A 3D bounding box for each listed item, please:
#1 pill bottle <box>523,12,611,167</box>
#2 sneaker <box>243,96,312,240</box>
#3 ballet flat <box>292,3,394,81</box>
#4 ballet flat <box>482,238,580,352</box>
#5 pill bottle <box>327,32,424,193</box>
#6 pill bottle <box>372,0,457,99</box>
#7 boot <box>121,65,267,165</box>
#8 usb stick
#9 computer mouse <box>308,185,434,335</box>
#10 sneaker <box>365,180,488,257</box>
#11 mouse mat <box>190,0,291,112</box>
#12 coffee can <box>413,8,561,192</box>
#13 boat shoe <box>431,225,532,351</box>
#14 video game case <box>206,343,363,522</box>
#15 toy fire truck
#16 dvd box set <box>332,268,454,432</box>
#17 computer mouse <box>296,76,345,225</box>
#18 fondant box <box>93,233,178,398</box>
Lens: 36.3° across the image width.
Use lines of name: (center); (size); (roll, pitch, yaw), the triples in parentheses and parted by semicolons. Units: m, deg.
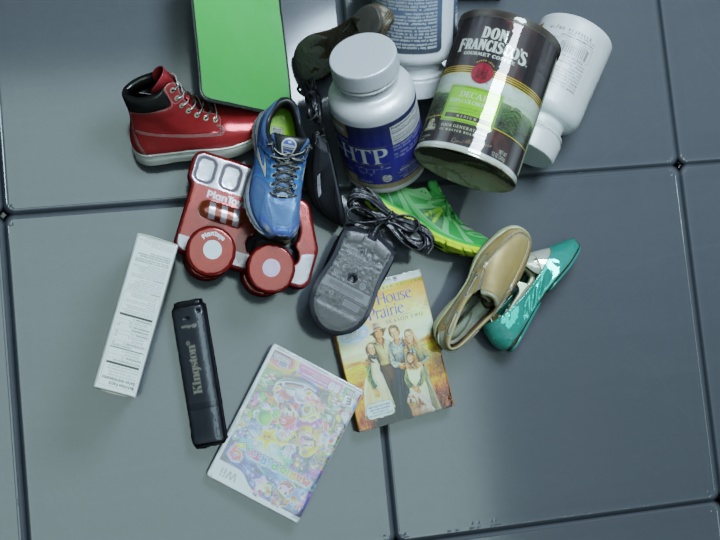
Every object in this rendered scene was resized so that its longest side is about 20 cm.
pill bottle: (0.275, -0.257, 1.586); (0.114, 0.114, 0.201); (26, 80, -7)
sneaker: (-0.108, -0.137, 1.442); (0.078, 0.089, 0.202); (3, 70, -18)
ballet flat: (-0.023, -0.313, 1.513); (0.046, 0.199, 0.068); (-17, 86, -43)
ballet flat: (0.239, 0.020, 1.575); (0.070, 0.067, 0.201); (37, 80, -10)
pill bottle: (0.020, -0.213, 1.481); (0.118, 0.201, 0.120); (-7, 49, 8)
pill bottle: (0.075, -0.347, 1.524); (0.118, 0.120, 0.202); (-7, 119, -11)
boot: (-0.215, -0.220, 1.476); (0.198, 0.145, 0.073); (-12, 54, -11)
usb stick: (-0.219, 0.140, 1.494); (0.055, 0.033, 0.202); (-12, 85, 26)
computer mouse: (0.000, 0.000, 1.510); (0.138, 0.053, 0.201); (32, 80, -3)
sneaker: (0.104, -0.082, 1.559); (0.199, 0.074, 0.084); (29, 84, -6)
mouse mat: (-0.164, -0.314, 1.514); (0.160, 0.007, 0.202); (6, 70, -42)
coffee can: (0.171, -0.225, 1.477); (0.145, 0.146, 0.202); (21, 80, -7)
boat shoe: (0.177, 0.029, 1.514); (0.071, 0.076, 0.201); (32, 92, -11)
video game case: (-0.102, 0.222, 1.505); (0.142, 0.018, 0.201); (27, 86, -1)
toy fire truck: (-0.150, -0.059, 1.490); (0.198, 0.112, 0.170); (16, 83, -9)
dvd box set: (0.040, 0.112, 1.550); (0.145, 0.029, 0.202); (-13, 87, -11)
computer mouse: (-0.063, -0.166, 1.529); (0.046, 0.141, 0.201); (-12, 125, 1)
fondant box: (-0.293, 0.062, 1.438); (0.058, 0.144, 0.202); (17, 82, -9)
